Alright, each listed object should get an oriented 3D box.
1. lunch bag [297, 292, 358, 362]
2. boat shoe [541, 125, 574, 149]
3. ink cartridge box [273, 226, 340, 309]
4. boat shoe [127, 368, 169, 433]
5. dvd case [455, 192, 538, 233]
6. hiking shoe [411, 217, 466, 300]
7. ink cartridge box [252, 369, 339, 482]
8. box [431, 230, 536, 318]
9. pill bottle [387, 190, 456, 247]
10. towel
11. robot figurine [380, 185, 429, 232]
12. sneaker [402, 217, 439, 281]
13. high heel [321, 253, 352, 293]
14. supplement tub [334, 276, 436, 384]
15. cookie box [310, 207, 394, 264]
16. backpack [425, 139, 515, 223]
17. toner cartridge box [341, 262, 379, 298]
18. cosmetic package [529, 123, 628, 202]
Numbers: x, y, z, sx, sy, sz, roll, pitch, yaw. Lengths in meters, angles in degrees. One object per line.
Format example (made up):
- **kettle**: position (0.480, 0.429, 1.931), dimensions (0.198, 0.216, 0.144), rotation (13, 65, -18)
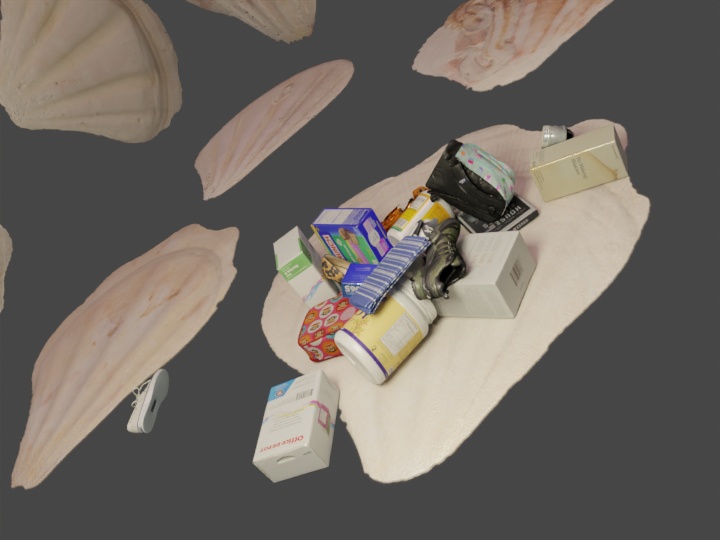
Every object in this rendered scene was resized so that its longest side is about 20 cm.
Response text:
- **lunch bag**: position (-0.050, 0.120, 1.634), dimensions (0.197, 0.082, 0.178), rotation (-21, 34, 26)
- **boat shoe**: position (0.483, -0.316, 1.639), dimensions (0.070, 0.072, 0.200), rotation (7, 9, 20)
- **ink cartridge box**: position (-0.135, 0.009, 1.756), dimensions (0.087, 0.201, 0.146), rotation (-34, 31, 8)
- **boat shoe**: position (-0.600, 0.364, 1.875), dimensions (0.084, 0.075, 0.205), rotation (-6, 46, 14)
- **dvd case**: position (0.328, -0.137, 1.650), dimensions (0.149, 0.025, 0.201), rotation (-36, 30, 3)
- **hiking shoe**: position (0.184, -0.021, 1.397), dimensions (0.099, 0.076, 0.203), rotation (5, 60, 37)
- **ink cartridge box**: position (-0.133, 0.330, 1.433), dimensions (0.142, 0.085, 0.202), rotation (-23, 32, 23)
- **box**: position (0.251, 0.010, 1.449), dimensions (0.197, 0.107, 0.154), rotation (-2, 46, 44)
- **pill bottle**: position (0.168, -0.128, 1.700), dimensions (0.201, 0.113, 0.112), rotation (-49, 32, -10)
- **towel**: position (0.059, 0.006, 1.436), dimensions (0.200, 0.024, 0.145), rotation (-48, 16, -8)
- **robot figurine**: position (0.139, -0.156, 1.834), dimensions (0.200, 0.059, 0.145), rotation (-43, 32, -9)
- **sneaker**: position (0.136, -0.057, 1.524), dimensions (0.131, 0.079, 0.199), rotation (-59, -3, 19)
- **high heel**: position (0.000, 0.000, 1.683), dimensions (0.197, 0.143, 0.072), rotation (-15, 35, 32)
- **supplement tub**: position (0.056, 0.126, 1.454), dimensions (0.200, 0.146, 0.145), rotation (-45, 31, -14)
- **cookie box**: position (-0.014, -0.076, 1.777), dimensions (0.198, 0.173, 0.075), rotation (6, 46, 50)
- **backpack**: position (0.269, -0.211, 1.596), dimensions (0.128, 0.198, 0.167), rotation (-58, -2, -28)
- **toner cartridge box**: position (0.060, 0.029, 1.589), dimensions (0.195, 0.044, 0.096), rotation (4, 32, 14)
- **cosmetic package**: position (0.498, -0.243, 1.542), dimensions (0.197, 0.104, 0.074), rotation (-17, 36, 32)
